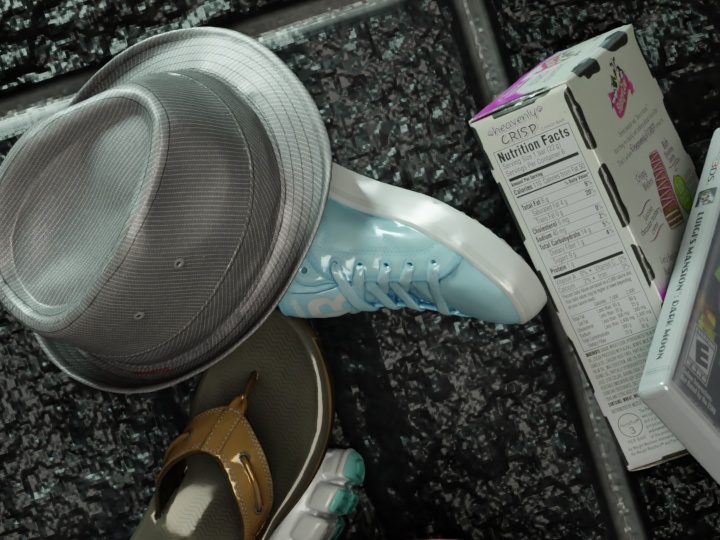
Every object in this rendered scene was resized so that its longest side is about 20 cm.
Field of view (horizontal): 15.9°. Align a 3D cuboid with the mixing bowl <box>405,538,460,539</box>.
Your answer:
[{"bbox_3d":[0.026,0.224,1.369,0.199,0.108,0.201,-2,101,-12],"label":"mixing bowl"}]

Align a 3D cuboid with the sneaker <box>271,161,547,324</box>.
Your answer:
[{"bbox_3d":[0.000,0.000,1.327,0.200,0.074,0.082,23,71,31],"label":"sneaker"}]

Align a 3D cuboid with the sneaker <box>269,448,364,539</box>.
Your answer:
[{"bbox_3d":[-0.080,0.165,1.392,0.091,0.078,0.200,32,93,12],"label":"sneaker"}]

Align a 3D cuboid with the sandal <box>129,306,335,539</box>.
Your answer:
[{"bbox_3d":[-0.079,0.111,1.332,0.082,0.055,0.200,32,92,20],"label":"sandal"}]

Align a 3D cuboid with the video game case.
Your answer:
[{"bbox_3d":[0.224,0.053,1.320,0.023,0.182,0.200,-19,127,40],"label":"video game case"}]

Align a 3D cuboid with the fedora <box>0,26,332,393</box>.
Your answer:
[{"bbox_3d":[-0.120,-0.034,1.306,0.200,0.090,0.177,-45,64,19],"label":"fedora"}]

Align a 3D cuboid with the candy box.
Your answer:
[{"bbox_3d":[0.139,-0.014,1.336,0.061,0.136,0.201,-21,98,25],"label":"candy box"}]
